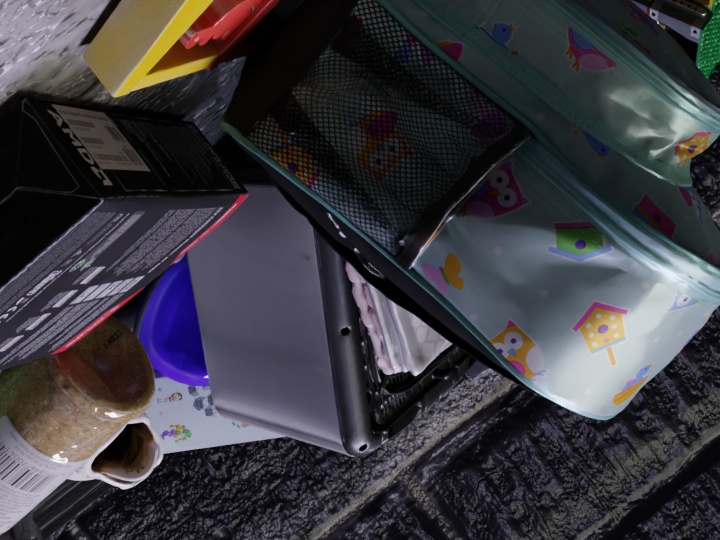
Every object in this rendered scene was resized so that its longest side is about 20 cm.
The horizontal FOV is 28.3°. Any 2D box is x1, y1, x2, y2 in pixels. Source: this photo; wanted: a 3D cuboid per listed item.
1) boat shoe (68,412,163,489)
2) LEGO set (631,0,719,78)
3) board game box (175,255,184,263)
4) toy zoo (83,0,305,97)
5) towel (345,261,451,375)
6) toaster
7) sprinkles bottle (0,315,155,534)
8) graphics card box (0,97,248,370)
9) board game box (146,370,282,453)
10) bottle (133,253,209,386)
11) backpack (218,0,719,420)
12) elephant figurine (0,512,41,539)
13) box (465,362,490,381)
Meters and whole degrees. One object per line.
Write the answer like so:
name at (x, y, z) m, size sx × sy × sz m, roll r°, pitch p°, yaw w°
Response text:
boat shoe at (-0.166, 0.115, 0.949) m, size 0.071 × 0.070 × 0.200 m, roll -47°, pitch 169°, yaw -16°
LEGO set at (0.138, -0.186, 0.675) m, size 0.154 × 0.115 × 0.200 m, roll -57°, pitch 159°, yaw -12°
board game box at (-0.200, 0.050, 0.825) m, size 0.200 × 0.026 × 0.200 m, roll -35°, pitch 175°, yaw -46°
toy zoo at (-0.019, -0.121, 0.516) m, size 0.131 × 0.021 × 0.200 m, roll -41°, pitch 176°, yaw 32°
towel at (0.060, -0.069, 0.763) m, size 0.191 × 0.201 × 0.032 m, roll -36°, pitch -145°, yaw -27°
toaster at (0.000, 0.000, 0.859) m, size 0.118 × 0.202 × 0.181 m, roll 9°, pitch -152°, yaw 34°
sprinkles bottle at (-0.194, 0.101, 0.766) m, size 0.200 × 0.068 × 0.068 m, roll -40°, pitch 176°, yaw 27°
graphics card box at (-0.129, -0.010, 0.592) m, size 0.125 × 0.051 × 0.200 m, roll -39°, pitch 177°, yaw 11°
board game box at (-0.050, 0.070, 1.066) m, size 0.198 × 0.065 × 0.148 m, roll -9°, pitch -165°, yaw 9°
bottle at (-0.116, 0.032, 0.964) m, size 0.084 × 0.065 × 0.200 m, roll -65°, pitch -170°, yaw -7°
backpack at (0.068, -0.043, 0.586) m, size 0.153 × 0.200 × 0.176 m, roll -42°, pitch 175°, yaw 16°
elephant figurine at (-0.243, 0.206, 0.892) m, size 0.198 × 0.156 × 0.142 m, roll -2°, pitch 153°, yaw -5°
box at (0.080, -0.036, 1.105) m, size 0.044 × 0.201 × 0.160 m, roll -33°, pitch -179°, yaw 37°
